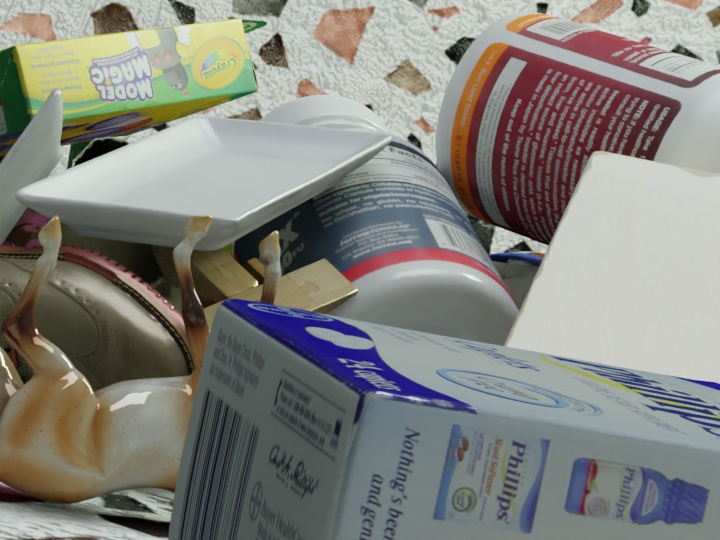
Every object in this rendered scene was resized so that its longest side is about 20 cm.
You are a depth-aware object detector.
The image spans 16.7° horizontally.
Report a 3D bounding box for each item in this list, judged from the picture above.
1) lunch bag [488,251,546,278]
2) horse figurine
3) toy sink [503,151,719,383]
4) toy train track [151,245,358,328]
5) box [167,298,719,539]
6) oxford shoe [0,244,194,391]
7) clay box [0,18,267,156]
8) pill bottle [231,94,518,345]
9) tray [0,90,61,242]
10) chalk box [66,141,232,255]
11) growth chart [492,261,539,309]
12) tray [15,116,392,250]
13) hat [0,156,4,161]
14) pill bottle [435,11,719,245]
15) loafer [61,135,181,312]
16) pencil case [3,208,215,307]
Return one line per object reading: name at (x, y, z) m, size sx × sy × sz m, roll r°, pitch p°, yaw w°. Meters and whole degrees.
lunch bag at (0.159, 0.058, 1.323) m, size 0.169 × 0.125 × 0.200 m, roll 11°, pitch 14°, yaw -35°
horse figurine at (-0.094, 0.045, 0.964) m, size 0.199 × 0.134 × 0.050 m, roll 1°, pitch -13°, yaw -23°
toy sink at (0.135, 0.061, 1.084) m, size 0.129 × 0.113 × 0.200 m, roll 11°, pitch 44°, yaw 16°
toy train track at (-0.020, 0.055, 1.067) m, size 0.200 × 0.033 × 0.114 m, roll 43°, pitch 37°, yaw 20°
box at (0.057, 0.086, 0.792) m, size 0.199 × 0.106 × 0.184 m, roll 11°, pitch 5°, yaw -18°
oxford shoe at (-0.157, 0.028, 1.042) m, size 0.199 × 0.071 × 0.075 m, roll 16°, pitch 34°, yaw 28°
clay box at (-0.147, -0.098, 1.348) m, size 0.114 × 0.048 × 0.199 m, roll -14°, pitch -1°, yaw 41°
pill bottle at (0.000, 0.000, 1.225) m, size 0.119 × 0.120 × 0.200 m, roll 10°, pitch 29°, yaw -23°
tray at (-0.188, -0.022, 1.227) m, size 0.022 × 0.108 × 0.200 m, roll 34°, pitch -16°, yaw -9°
chalk box at (-0.104, -0.005, 1.454) m, size 0.199 × 0.125 × 0.125 m, roll 13°, pitch 5°, yaw 34°
growth chart at (0.058, 0.046, 1.250) m, size 0.199 × 0.145 × 0.018 m, roll 12°, pitch -32°, yaw 53°
tray at (-0.066, -0.040, 1.119) m, size 0.107 × 0.022 × 0.200 m, roll 8°, pitch 15°, yaw 19°
hat at (-0.257, -0.029, 1.316) m, size 0.166 × 0.200 × 0.176 m, roll 43°, pitch -1°, yaw -27°
pill bottle at (0.144, -0.053, 1.228) m, size 0.199 × 0.114 × 0.113 m, roll 23°, pitch 10°, yaw 38°
loafer at (-0.121, -0.010, 1.160) m, size 0.075 × 0.070 × 0.200 m, roll -20°, pitch 21°, yaw -1°
pencil case at (-0.147, 0.016, 1.312) m, size 0.086 × 0.083 × 0.199 m, roll -1°, pitch 12°, yaw -40°
